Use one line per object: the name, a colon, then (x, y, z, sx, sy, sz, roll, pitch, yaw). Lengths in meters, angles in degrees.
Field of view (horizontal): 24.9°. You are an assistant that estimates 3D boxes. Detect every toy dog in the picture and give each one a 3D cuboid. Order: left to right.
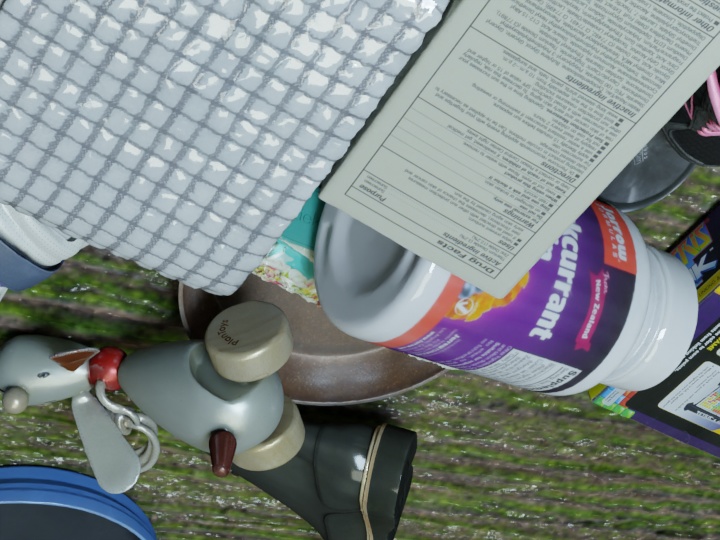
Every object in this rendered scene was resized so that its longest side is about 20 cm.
toy dog: (-0.125, 0.083, 0.950, 0.199, 0.097, 0.132, -17, 119, 29)

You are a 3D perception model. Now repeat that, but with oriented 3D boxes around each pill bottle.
pill bottle: (0.084, 0.004, 0.872, 0.199, 0.112, 0.111, 18, 128, -34)

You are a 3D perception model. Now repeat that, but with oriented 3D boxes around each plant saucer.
plant saucer: (-0.010, 0.002, 0.976, 0.199, 0.035, 0.201, -5, 134, -6)

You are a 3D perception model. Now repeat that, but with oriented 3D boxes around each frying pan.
frying pan: (0.118, -0.078, 0.906, 0.189, 0.031, 0.115, 0, 123, -24)

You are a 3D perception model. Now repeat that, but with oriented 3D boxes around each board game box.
board game box: (0.262, 0.031, 1.034, 0.165, 0.057, 0.200, 24, 125, -31)

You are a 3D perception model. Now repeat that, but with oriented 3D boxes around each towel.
towel: (-0.080, -0.101, 0.698, 0.165, 0.086, 0.200, 26, 122, -18)

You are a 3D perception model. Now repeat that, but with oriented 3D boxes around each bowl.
bowl: (-0.234, 0.208, 1.129, 0.199, 0.039, 0.201, -5, 134, -5)

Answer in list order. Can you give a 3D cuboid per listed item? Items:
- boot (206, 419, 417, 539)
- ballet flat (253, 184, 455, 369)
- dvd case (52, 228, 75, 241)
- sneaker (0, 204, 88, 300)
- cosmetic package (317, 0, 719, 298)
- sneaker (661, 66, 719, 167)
boot: (-0.038, 0.141, 1.094, 0.138, 0.078, 0.200, 15, 146, 6)
ballet flat: (0.000, 0.000, 0.920, 0.200, 0.076, 0.064, 32, 152, -28)
dvd case: (-0.161, -0.115, 0.766, 0.142, 0.018, 0.200, -36, 119, 22)
sneaker: (-0.205, 0.007, 0.915, 0.145, 0.081, 0.201, -5, 128, 1)
cosmetic package: (0.075, -0.087, 0.695, 0.103, 0.073, 0.200, 29, 136, -11)
sneaker: (0.184, -0.094, 0.810, 0.078, 0.096, 0.200, -6, 153, 4)
